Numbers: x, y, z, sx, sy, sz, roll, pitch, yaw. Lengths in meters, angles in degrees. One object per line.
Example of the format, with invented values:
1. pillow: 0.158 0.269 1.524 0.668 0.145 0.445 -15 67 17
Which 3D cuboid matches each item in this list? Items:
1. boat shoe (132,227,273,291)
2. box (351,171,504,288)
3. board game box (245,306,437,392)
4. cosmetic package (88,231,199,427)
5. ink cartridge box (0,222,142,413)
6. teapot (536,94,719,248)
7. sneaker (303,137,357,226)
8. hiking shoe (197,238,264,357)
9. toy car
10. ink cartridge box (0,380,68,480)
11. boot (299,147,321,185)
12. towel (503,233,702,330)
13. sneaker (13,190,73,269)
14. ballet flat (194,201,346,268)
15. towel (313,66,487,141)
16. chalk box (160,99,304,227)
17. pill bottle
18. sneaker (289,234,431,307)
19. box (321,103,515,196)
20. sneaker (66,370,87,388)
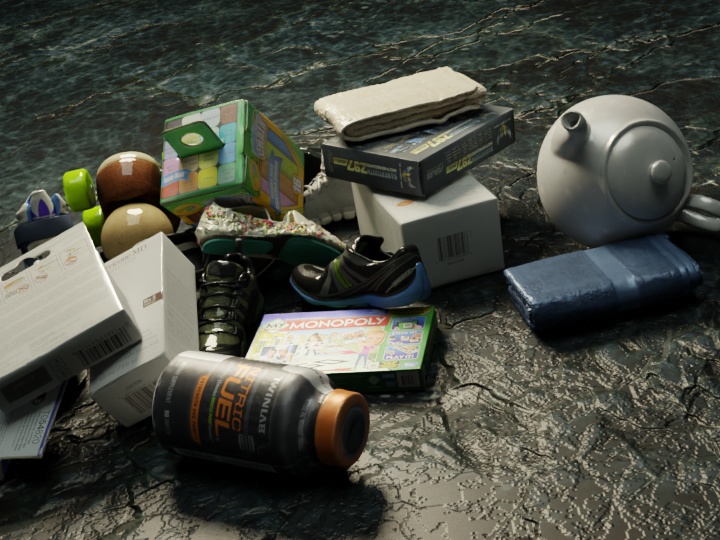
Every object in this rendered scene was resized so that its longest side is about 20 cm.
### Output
1. boat shoe: -0.192 -0.017 1.616 0.201 0.063 0.074 -13 57 -25
2. box: 0.079 -0.066 1.616 0.124 0.098 0.200 -15 27 -12
3. board game box: -0.022 0.088 1.426 0.200 0.029 0.135 -4 28 12
4. cosmetic package: -0.234 0.061 1.418 0.102 0.074 0.200 -28 41 13
5. ink cartridge box: -0.335 0.047 1.400 0.162 0.057 0.200 -30 33 -6
6. teapot: 0.314 -0.110 1.510 0.200 0.198 0.146 -20 11 -20
7. sneaker: -0.061 -0.117 1.744 0.200 0.116 0.075 -17 28 -16
8. hiking shoe: -0.163 0.042 1.481 0.076 0.101 0.200 -4 27 10
9. toy car: -0.284 -0.038 1.695 0.164 0.158 0.200 -13 55 2
10. ink cartridge box: -0.397 0.136 1.392 0.200 0.041 0.200 -3 44 13
11. boot: -0.018 -0.167 1.878 0.198 0.073 0.163 7 32 15
12. towel: 0.267 0.015 1.449 0.200 0.049 0.112 -12 27 -7
13. sneaker: -0.391 -0.022 1.634 0.080 0.147 0.200 -15 27 -11
14. ballet flat: -0.104 -0.047 1.597 0.200 0.076 0.064 9 59 -24
15. towel: 0.050 -0.210 1.653 0.200 0.035 0.133 -15 24 -13
16. chalk box: -0.169 -0.126 1.642 0.124 0.200 0.124 -11 65 25
17. pill bottle: -0.093 0.140 1.261 0.200 0.106 0.106 5 30 28
18. sneaker: 0.000 0.000 1.504 0.199 0.083 0.071 -2 7 44
19. box: 0.075 -0.160 1.637 0.158 0.051 0.200 13 33 38
20. sneaker: -0.384 0.081 1.522 0.200 0.060 0.104 13 31 25
